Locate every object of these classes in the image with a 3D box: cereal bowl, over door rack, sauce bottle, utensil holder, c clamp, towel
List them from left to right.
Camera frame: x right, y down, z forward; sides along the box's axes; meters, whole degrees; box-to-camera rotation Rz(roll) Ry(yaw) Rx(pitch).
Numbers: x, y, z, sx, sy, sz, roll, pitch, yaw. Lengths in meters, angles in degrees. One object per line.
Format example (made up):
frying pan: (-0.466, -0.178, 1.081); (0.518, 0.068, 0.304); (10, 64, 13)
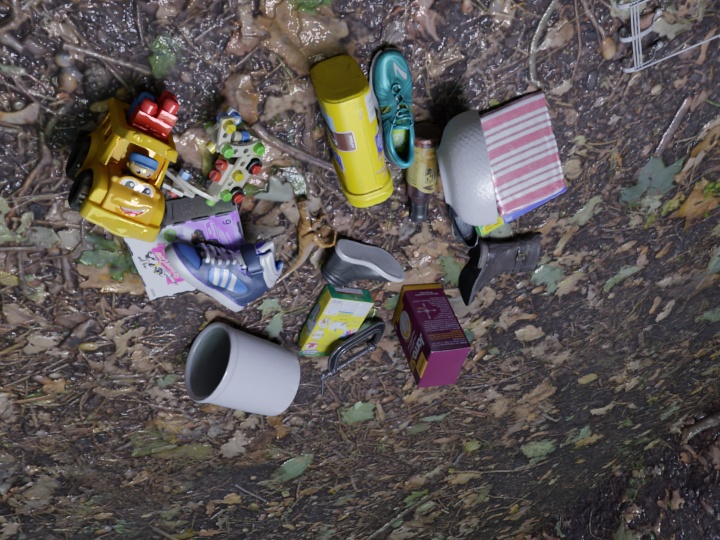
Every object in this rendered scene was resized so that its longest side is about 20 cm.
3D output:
utensil holder: (-0.255, 0.221, 1.350); (0.199, 0.171, 0.170); (25, 121, -42)
c clamp: (-0.021, 0.200, 1.479); (0.199, 0.027, 0.172); (-31, 149, -23)
sauce bottle: (0.117, -0.180, 1.168); (0.065, 0.066, 0.201); (-12, 138, -9)
cereal bowl: (0.181, -0.172, 1.072); (0.082, 0.202, 0.201); (-12, 138, 9)
towel: (0.302, -0.220, 1.170); (0.145, 0.030, 0.202); (-22, 109, -6)
over door rack: (0.550, -0.440, 1.062); (0.198, 0.067, 0.148); (-11, 141, 21)

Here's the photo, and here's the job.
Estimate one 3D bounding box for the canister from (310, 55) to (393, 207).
canister: (-0.014, -0.227, 1.007); (0.086, 0.149, 0.201); (-19, 135, -3)

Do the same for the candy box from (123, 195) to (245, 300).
candy box: (-0.312, -0.046, 1.124); (0.197, 0.072, 0.169); (-14, 137, -9)

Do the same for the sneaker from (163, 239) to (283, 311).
sneaker: (-0.226, -0.024, 1.081); (0.146, 0.081, 0.200); (-40, 132, 6)

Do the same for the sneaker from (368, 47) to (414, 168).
sneaker: (0.065, -0.269, 1.032); (0.077, 0.080, 0.202); (-16, 121, -9)

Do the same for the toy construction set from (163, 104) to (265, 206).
toy construction set: (-0.235, -0.174, 1.012); (0.199, 0.093, 0.131); (-37, 160, 27)

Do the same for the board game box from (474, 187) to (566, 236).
board game box: (0.298, -0.174, 1.212); (0.198, 0.029, 0.136); (-29, 111, -5)

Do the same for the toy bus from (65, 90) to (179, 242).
toy bus: (-0.330, -0.169, 0.910); (0.135, 0.201, 0.192); (25, 113, -39)

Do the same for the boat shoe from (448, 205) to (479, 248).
boat shoe: (0.217, -0.124, 1.260); (0.073, 0.067, 0.201); (-12, 136, -7)

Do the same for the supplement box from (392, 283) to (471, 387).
supplement box: (0.157, 0.146, 1.410); (0.102, 0.201, 0.132); (-3, 134, -19)

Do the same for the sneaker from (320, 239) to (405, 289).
sneaker: (0.000, 0.000, 1.305); (0.198, 0.071, 0.099); (18, 135, -38)

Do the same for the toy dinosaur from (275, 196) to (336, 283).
toy dinosaur: (-0.102, -0.061, 1.217); (0.105, 0.061, 0.202); (10, 124, -3)

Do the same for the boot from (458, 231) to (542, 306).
boot: (0.329, 0.000, 1.428); (0.172, 0.070, 0.202); (-3, 132, -18)

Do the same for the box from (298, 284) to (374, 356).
box: (-0.063, 0.124, 1.414); (0.116, 0.049, 0.201); (9, 127, -30)
